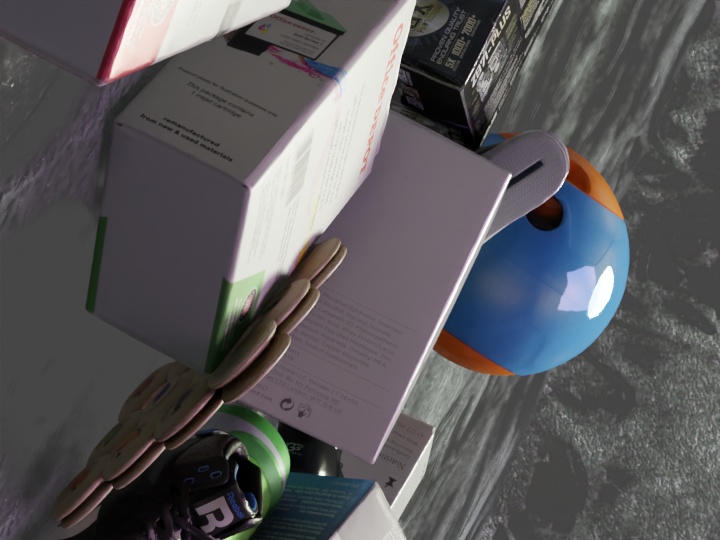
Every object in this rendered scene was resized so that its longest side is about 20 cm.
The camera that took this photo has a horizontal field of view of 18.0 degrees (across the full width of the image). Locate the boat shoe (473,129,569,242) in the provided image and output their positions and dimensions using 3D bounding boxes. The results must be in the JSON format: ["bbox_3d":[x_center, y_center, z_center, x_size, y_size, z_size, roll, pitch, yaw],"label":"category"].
[{"bbox_3d":[0.057,-0.033,1.592,0.199,0.073,0.071,-26,-179,0],"label":"boat shoe"}]

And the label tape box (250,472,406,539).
[{"bbox_3d":[-0.084,0.222,1.528,0.200,0.143,0.064,-47,123,-36],"label":"label tape box"}]

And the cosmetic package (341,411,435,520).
[{"bbox_3d":[-0.032,0.202,1.879,0.201,0.112,0.081,-60,169,-32],"label":"cosmetic package"}]

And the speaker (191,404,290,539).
[{"bbox_3d":[-0.121,0.174,1.471,0.200,0.088,0.089,-52,164,-47],"label":"speaker"}]

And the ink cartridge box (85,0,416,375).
[{"bbox_3d":[-0.058,-0.067,1.224,0.200,0.084,0.145,-53,165,-43],"label":"ink cartridge box"}]

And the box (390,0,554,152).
[{"bbox_3d":[0.082,-0.204,1.560,0.201,0.086,0.164,-63,169,-6],"label":"box"}]

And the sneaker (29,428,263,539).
[{"bbox_3d":[-0.123,0.157,1.328,0.073,0.111,0.200,60,33,-23],"label":"sneaker"}]

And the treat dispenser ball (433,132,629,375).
[{"bbox_3d":[0.122,-0.013,1.873,0.202,0.200,0.201,-59,168,-21],"label":"treat dispenser ball"}]

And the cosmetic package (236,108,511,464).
[{"bbox_3d":[0.000,0.000,1.458,0.199,0.122,0.201,-76,-170,-87],"label":"cosmetic package"}]

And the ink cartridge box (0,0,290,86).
[{"bbox_3d":[-0.074,-0.172,0.918,0.146,0.083,0.200,-69,169,21],"label":"ink cartridge box"}]

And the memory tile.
[{"bbox_3d":[-0.093,0.062,1.282,0.200,0.017,0.154,-38,-168,34],"label":"memory tile"}]

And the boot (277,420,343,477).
[{"bbox_3d":[-0.021,0.135,1.734,0.201,0.076,0.169,70,31,-56],"label":"boot"}]
